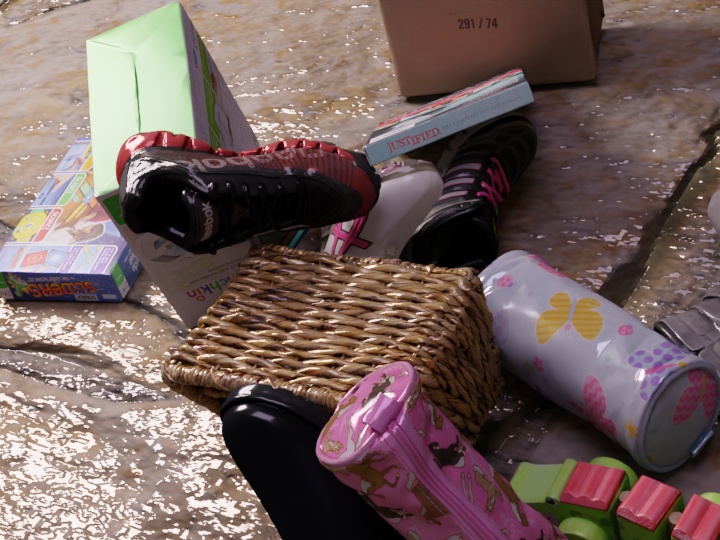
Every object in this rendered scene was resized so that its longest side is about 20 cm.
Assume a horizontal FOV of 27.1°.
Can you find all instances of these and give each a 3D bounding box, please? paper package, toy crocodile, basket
[{"bbox_3d":[0.116,-0.269,1.379,0.197,0.192,0.104,-2,41,19],"label":"paper package"},{"bbox_3d":[0.179,0.156,0.942,0.198,0.062,0.068,13,48,35],"label":"toy crocodile"},{"bbox_3d":[-0.016,0.086,1.041,0.198,0.144,0.149,7,41,26],"label":"basket"}]

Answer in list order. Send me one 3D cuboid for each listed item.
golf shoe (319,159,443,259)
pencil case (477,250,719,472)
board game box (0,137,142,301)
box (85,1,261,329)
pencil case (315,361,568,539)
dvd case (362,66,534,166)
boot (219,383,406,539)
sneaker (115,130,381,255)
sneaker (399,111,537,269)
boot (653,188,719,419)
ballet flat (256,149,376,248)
[{"bbox_3d":[0.000,0.000,1.156,0.200,0.072,0.093,-45,61,23],"label":"golf shoe"},{"bbox_3d":[0.157,0.062,1.044,0.083,0.091,0.199,-39,41,-17],"label":"pencil case"},{"bbox_3d":[-0.245,-0.052,1.396,0.134,0.035,0.201,1,42,23],"label":"board game box"},{"bbox_3d":[-0.147,-0.089,1.258,0.096,0.177,0.201,-20,47,8],"label":"box"},{"bbox_3d":[0.060,0.145,0.892,0.086,0.200,0.083,-30,21,37],"label":"pencil case"},{"bbox_3d":[0.078,-0.136,1.287,0.144,0.022,0.200,-21,7,8],"label":"dvd case"},{"bbox_3d":[-0.036,0.187,0.914,0.076,0.200,0.169,-39,13,48],"label":"boot"},{"bbox_3d":[-0.084,-0.051,1.079,0.198,0.072,0.098,4,32,1],"label":"sneaker"},{"bbox_3d":[0.091,-0.049,1.222,0.087,0.074,0.200,25,61,42],"label":"sneaker"},{"bbox_3d":[0.265,0.016,1.076,0.131,0.070,0.200,-27,34,-1],"label":"boot"},{"bbox_3d":[-0.045,-0.073,1.251,0.068,0.068,0.200,37,24,5],"label":"ballet flat"}]
